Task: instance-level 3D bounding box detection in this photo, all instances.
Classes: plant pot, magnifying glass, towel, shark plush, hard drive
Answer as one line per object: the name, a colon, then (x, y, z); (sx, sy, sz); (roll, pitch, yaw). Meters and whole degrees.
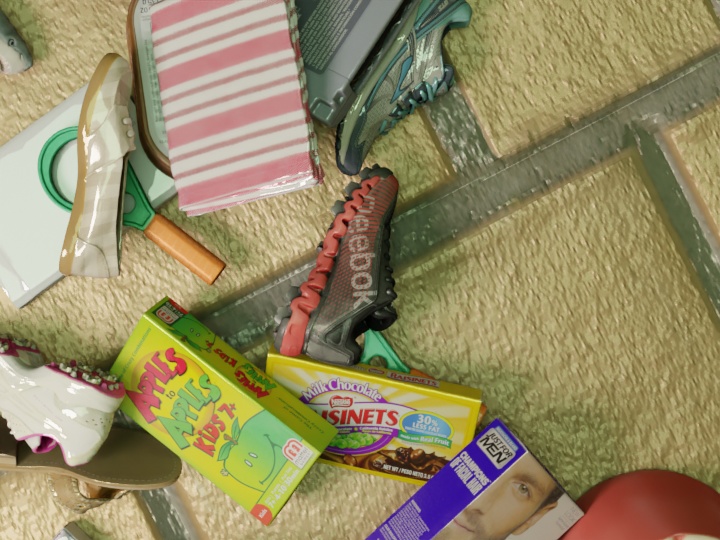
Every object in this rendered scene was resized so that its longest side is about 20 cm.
plant pot: (0.269, 0.283, 1.152); (0.198, 0.177, 0.202); (0, 89, 1)
magnifying glass: (-0.209, -0.057, 1.212); (0.199, 0.022, 0.080); (37, 90, 2)
towel: (-0.110, -0.158, 1.154); (0.145, 0.030, 0.202); (-12, 84, 27)
magnifying glass: (0.023, 0.092, 1.225); (0.199, 0.022, 0.080); (28, 90, 0)
shark plush: (-0.375, -0.268, 1.236); (0.083, 0.091, 0.201); (-17, 68, -19)
hard drive: (-0.276, -0.076, 1.234); (0.199, 0.026, 0.132); (-36, 89, 1)

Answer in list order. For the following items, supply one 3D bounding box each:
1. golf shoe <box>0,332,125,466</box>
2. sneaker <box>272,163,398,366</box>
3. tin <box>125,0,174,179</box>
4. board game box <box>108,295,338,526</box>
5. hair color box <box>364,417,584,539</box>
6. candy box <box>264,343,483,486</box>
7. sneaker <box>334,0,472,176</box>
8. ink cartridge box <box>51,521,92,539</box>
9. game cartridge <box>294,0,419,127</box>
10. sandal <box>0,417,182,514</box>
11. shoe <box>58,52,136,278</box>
golf shoe: (-0.308, 0.111, 1.191); (0.199, 0.075, 0.092); (18, 96, 25)
sneaker: (0.000, 0.000, 1.191); (0.097, 0.071, 0.201); (24, 69, 5)
tin: (-0.156, -0.181, 1.214); (0.111, 0.042, 0.202); (-8, 85, -6)
board game box: (-0.130, 0.127, 1.194); (0.199, 0.048, 0.102); (37, 118, 5)
hair color box: (0.091, 0.242, 1.189); (0.200, 0.065, 0.109); (-44, 123, -1)
candy box: (0.006, 0.136, 1.207); (0.198, 0.026, 0.103); (12, 111, 5)
sneaker: (0.040, -0.174, 1.207); (0.086, 0.078, 0.201); (24, 90, -3)
ink cartridge box: (-0.234, 0.339, 1.226); (0.200, 0.039, 0.100); (43, 89, 0)
game cartridge: (-0.025, -0.239, 1.178); (0.133, 0.042, 0.201); (30, 84, 28)
sandal: (-0.264, 0.190, 1.224); (0.210, 0.078, 0.070); (8, 122, 8)
shoe: (-0.223, -0.090, 1.170); (0.053, 0.070, 0.202); (12, 97, 1)
